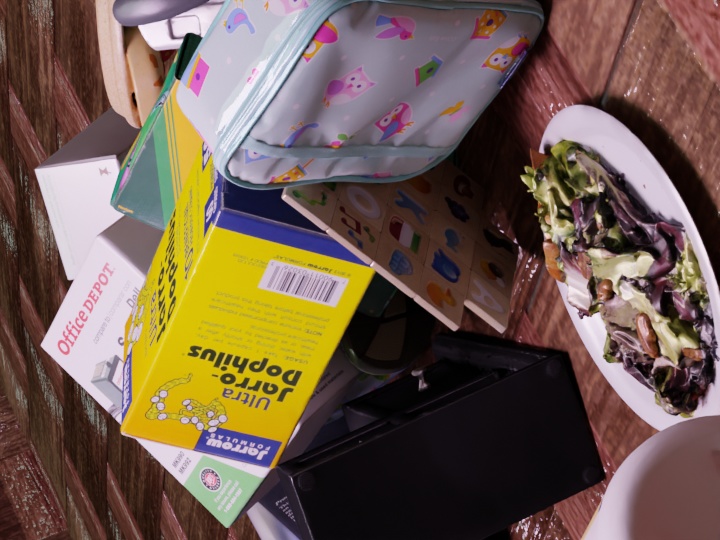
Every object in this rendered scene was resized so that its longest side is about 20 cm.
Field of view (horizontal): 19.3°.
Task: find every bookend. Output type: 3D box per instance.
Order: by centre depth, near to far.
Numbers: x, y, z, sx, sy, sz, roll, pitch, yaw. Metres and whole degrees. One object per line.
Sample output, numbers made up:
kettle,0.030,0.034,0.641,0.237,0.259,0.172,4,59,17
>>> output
bookend,0.025,0.126,1.422,0.200,0.198,0.092,8,119,70

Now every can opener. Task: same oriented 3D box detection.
can opener,-0.061,-0.173,1.363,0.067,0.199,0.054,-43,-53,-65

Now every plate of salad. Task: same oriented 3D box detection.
plate of salad,0.143,0.005,1.197,0.200,0.048,0.201,54,156,39

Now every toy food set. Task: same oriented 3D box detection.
toy food set,-0.156,-0.200,1.518,0.200,0.048,0.199,-87,-5,-70

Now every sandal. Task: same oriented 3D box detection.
sandal,0.001,0.000,1.514,0.201,0.079,0.057,-105,34,-43

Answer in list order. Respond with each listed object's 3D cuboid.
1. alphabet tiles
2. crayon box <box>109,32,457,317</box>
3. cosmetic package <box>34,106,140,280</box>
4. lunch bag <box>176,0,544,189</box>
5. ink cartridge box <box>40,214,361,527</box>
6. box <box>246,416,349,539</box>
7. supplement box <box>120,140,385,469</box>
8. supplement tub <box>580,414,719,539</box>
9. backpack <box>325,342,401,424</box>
alphabet tiles,0.018,-0.047,1.302,0.200,0.006,0.167,37,-150,-14
crayon box,-0.050,-0.061,1.400,0.058,0.199,0.119,-83,19,-51
cosmetic package,-0.190,-0.080,1.828,0.200,0.084,0.108,-49,-51,-60
lunch bag,0.002,-0.116,1.206,0.077,0.200,0.161,54,126,28
ink cartridge box,-0.119,0.063,1.528,0.200,0.084,0.146,43,135,8
box,0.017,0.236,1.636,0.201,0.123,0.198,64,166,-21
supplement box,-0.072,0.012,1.344,0.109,0.109,0.200,-95,25,-49
supplement tub,0.179,0.180,1.126,0.146,0.145,0.200,61,160,24
backpack,-0.038,0.056,1.629,0.154,0.163,0.200,53,151,18
